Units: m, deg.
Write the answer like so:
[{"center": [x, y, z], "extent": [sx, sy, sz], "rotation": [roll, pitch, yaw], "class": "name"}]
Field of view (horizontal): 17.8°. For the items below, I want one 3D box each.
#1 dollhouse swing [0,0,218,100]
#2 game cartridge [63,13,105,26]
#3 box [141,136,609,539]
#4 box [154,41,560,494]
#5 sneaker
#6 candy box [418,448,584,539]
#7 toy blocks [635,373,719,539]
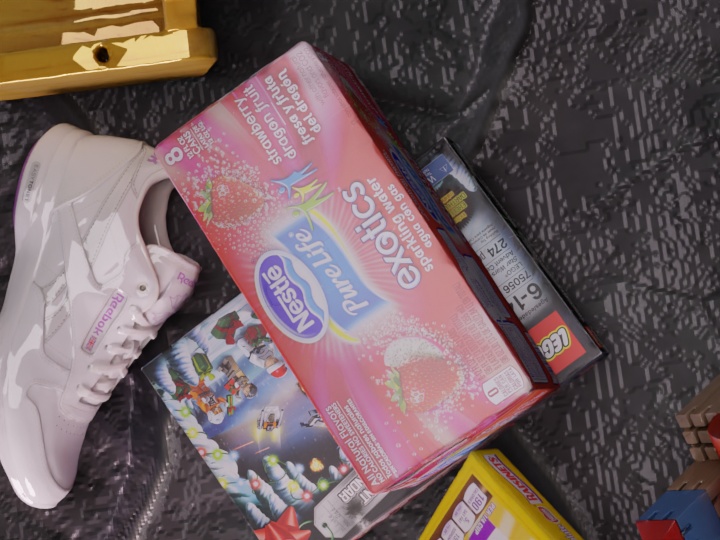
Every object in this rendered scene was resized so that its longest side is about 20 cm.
[{"center": [-0.154, -0.196, 1.123], "extent": [0.181, 0.176, 0.200], "rotation": [-6, 88, 11], "class": "dollhouse swing"}, {"center": [-0.161, -0.247, 1.227], "extent": [0.200, 0.032, 0.176], "rotation": [42, 97, 12], "class": "game cartridge"}, {"center": [0.007, 0.046, 1.171], "extent": [0.200, 0.040, 0.137], "rotation": [-38, 81, 8], "class": "box"}, {"center": [0.000, 0.000, 1.103], "extent": [0.095, 0.100, 0.200], "rotation": [-34, 81, 9], "class": "box"}, {"center": [-0.139, 0.026, 1.186], "extent": [0.099, 0.075, 0.200], "rotation": [8, 89, 14], "class": "sneaker"}, {"center": [0.044, 0.196, 1.116], "extent": [0.102, 0.026, 0.200], "rotation": [43, 116, 33], "class": "candy box"}, {"center": [0.210, 0.080, 1.025], "extent": [0.200, 0.137, 0.100], "rotation": [-8, 113, 48], "class": "toy blocks"}]
